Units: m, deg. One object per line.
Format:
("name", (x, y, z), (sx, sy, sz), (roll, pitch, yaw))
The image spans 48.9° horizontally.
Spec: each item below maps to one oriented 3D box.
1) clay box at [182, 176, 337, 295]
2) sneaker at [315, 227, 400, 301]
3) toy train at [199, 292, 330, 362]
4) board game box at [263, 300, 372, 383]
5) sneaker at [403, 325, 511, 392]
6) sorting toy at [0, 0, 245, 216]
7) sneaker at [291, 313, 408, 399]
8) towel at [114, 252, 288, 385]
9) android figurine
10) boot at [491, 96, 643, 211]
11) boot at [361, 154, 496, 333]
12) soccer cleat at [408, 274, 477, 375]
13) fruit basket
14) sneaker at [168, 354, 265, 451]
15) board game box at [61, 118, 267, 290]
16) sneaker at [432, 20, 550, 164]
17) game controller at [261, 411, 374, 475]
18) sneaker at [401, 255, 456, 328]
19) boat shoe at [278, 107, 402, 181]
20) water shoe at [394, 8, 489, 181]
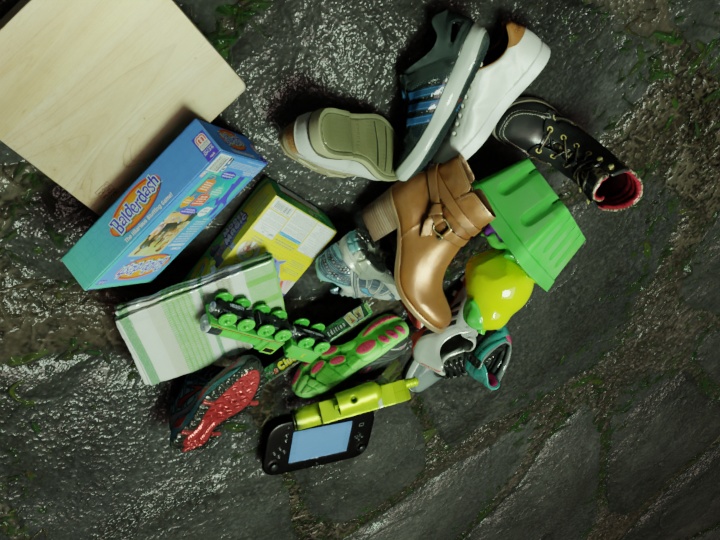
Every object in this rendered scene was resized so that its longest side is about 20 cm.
("clay box", (-0.134, -0.008, 0.992), (0.200, 0.048, 0.114), (-48, 136, 14))
("sneaker", (0.000, 0.000, 1.066), (0.085, 0.079, 0.200), (-23, 157, 15))
("toy train", (-0.116, 0.075, 0.979), (0.056, 0.042, 0.198), (-38, 142, 27))
("board game box", (-0.070, 0.107, 1.111), (0.197, 0.024, 0.105), (-33, 174, -4))
("sneaker", (0.168, 0.154, 1.276), (0.200, 0.121, 0.083), (-45, 137, 10))
("sorting toy", (-0.246, -0.187, 0.745), (0.199, 0.070, 0.199), (-40, 137, 5))
("sneaker", (-0.009, 0.144, 1.186), (0.196, 0.077, 0.085), (-25, 133, -10))
("towel", (-0.188, 0.059, 0.968), (0.196, 0.031, 0.151), (-21, 141, -13))
("android figurine", (-0.008, 0.196, 1.186), (0.195, 0.042, 0.182), (-15, 171, -10))
("boot", (0.277, -0.153, 1.054), (0.197, 0.152, 0.074), (14, 120, -39))
("boot", (0.107, -0.032, 1.004), (0.152, 0.074, 0.203), (-27, 101, 22))
("soccer cleat", (0.160, 0.075, 1.210), (0.199, 0.085, 0.069), (-42, 139, -15))
("fruit basket", (0.198, -0.025, 1.081), (0.212, 0.157, 0.217), (-27, 156, -13))
("sneaker", (-0.202, 0.157, 1.049), (0.078, 0.097, 0.199), (15, 134, -43))
("board game box", (-0.201, -0.066, 0.838), (0.200, 0.045, 0.152), (-44, 175, 9))
("sneaker", (0.140, -0.219, 0.983), (0.084, 0.073, 0.201), (31, 110, -20))
("game controller", (-0.068, 0.273, 1.287), (0.195, 0.042, 0.106), (-6, 130, -30))
("sneaker", (0.116, -0.009, 1.132), (0.113, 0.079, 0.203), (-19, 136, -16))
("boat shoe", (-0.018, -0.147, 0.930), (0.067, 0.077, 0.198), (-4, 172, 32))
("water shoe", (0.079, -0.207, 0.942), (0.203, 0.078, 0.071), (-62, 171, 22))
